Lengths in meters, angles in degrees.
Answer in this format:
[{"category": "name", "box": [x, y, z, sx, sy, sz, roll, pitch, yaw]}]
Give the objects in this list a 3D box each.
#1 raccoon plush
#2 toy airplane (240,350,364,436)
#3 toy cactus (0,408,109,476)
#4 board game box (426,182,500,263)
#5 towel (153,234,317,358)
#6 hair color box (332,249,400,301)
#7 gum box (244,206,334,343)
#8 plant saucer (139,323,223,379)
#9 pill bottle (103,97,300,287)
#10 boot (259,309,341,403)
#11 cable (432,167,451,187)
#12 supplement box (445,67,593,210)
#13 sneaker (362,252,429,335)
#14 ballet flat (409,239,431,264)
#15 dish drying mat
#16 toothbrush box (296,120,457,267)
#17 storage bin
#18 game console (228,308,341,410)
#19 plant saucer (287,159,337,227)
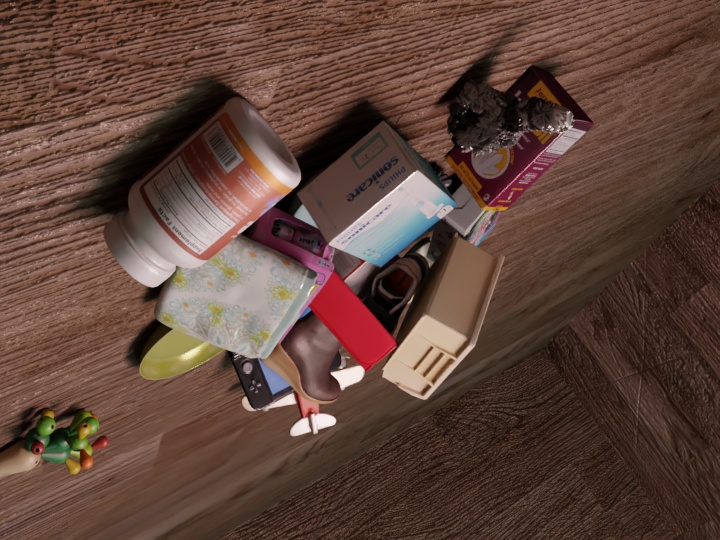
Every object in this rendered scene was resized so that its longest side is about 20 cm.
[{"category": "raccoon plush", "box": [0.210, -0.196, 1.169, 0.133, 0.198, 0.098, -3, 113, -59]}, {"category": "toy airplane", "box": [-0.114, 0.227, 1.688, 0.199, 0.141, 0.200, 32, 103, -35]}, {"category": "toy cactus", "box": [-0.470, 0.274, 1.276, 0.163, 0.104, 0.200, -22, 169, -7]}, {"category": "board game box", "box": [0.193, -0.095, 1.494, 0.148, 0.064, 0.201, -47, 167, -17]}, {"category": "towel", "box": [-0.167, 0.031, 1.092, 0.201, 0.169, 0.049, -53, -161, 43]}, {"category": "hair color box", "box": [0.000, 0.000, 1.448, 0.111, 0.064, 0.200, -41, 160, 11]}, {"category": "gum box", "box": [-0.118, 0.006, 1.143, 0.112, 0.067, 0.200, 23, 138, -14]}, {"category": "plant saucer", "box": [-0.254, 0.097, 1.290, 0.198, 0.031, 0.200, -31, 162, -11]}, {"category": "pill bottle", "box": [-0.168, -0.076, 0.879, 0.199, 0.113, 0.112, -38, 162, 11]}, {"category": "boot", "box": [-0.058, 0.143, 1.447, 0.166, 0.073, 0.199, -37, 130, 20]}, {"category": "cable", "box": [0.079, -0.105, 1.365, 0.164, 0.051, 0.199, -49, 160, 18]}, {"category": "supplement box", "box": [0.244, -0.199, 1.304, 0.200, 0.111, 0.085, -46, 158, 29]}, {"category": "sneaker", "box": [0.038, 0.057, 1.426, 0.202, 0.078, 0.079, -59, 165, 20]}, {"category": "ballet flat", "box": [0.099, 0.021, 1.673, 0.067, 0.064, 0.200, -16, 153, -45]}, {"category": "dish drying mat", "box": [-0.031, 0.066, 1.345, 0.077, 0.200, 0.018, -41, 180, 20]}, {"category": "toothbrush box", "box": [0.028, -0.093, 1.112, 0.146, 0.086, 0.200, -38, 162, 13]}, {"category": "storage bin", "box": [0.131, 0.078, 1.393, 0.199, 0.093, 0.201, -59, -176, 49]}, {"category": "game console", "box": [-0.122, 0.132, 1.488, 0.198, 0.173, 0.118, -25, -173, -25]}, {"category": "plant saucer", "box": [-0.031, -0.103, 1.178, 0.198, 0.036, 0.201, -31, 161, -12]}]
